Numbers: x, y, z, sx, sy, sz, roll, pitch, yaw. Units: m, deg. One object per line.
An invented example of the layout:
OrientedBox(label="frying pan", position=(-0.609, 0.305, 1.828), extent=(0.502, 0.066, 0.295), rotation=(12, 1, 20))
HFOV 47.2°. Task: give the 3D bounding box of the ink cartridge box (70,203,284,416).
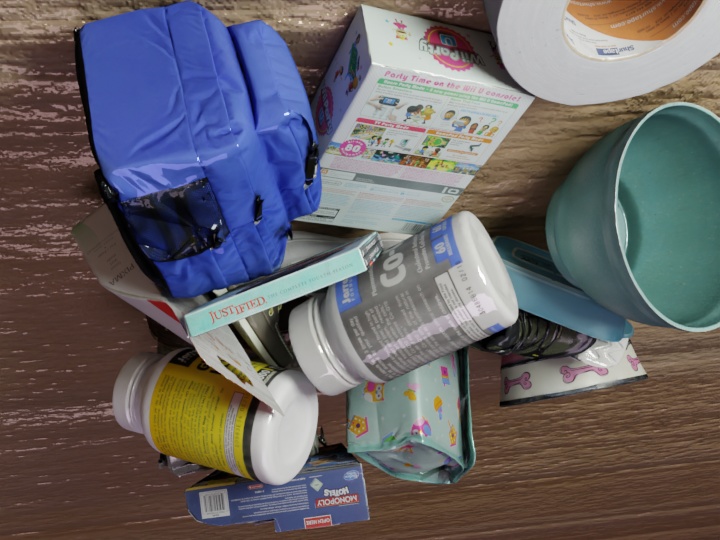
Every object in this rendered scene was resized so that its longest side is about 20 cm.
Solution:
OrientedBox(label="ink cartridge box", position=(-0.163, 0.048, 0.744), extent=(0.050, 0.201, 0.161), rotation=(-37, 148, 1))

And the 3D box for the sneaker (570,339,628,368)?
OrientedBox(label="sneaker", position=(0.217, 0.046, 0.995), extent=(0.196, 0.081, 0.130), rotation=(16, -172, 3))

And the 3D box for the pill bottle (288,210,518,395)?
OrientedBox(label="pill bottle", position=(0.038, 0.037, 0.779), extent=(0.198, 0.115, 0.114), rotation=(-27, 145, 19))

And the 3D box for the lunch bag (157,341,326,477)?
OrientedBox(label="lunch bag", position=(-0.145, 0.150, 0.988), extent=(0.197, 0.170, 0.140), rotation=(-6, 149, -3))

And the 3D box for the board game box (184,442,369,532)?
OrientedBox(label="board game box", position=(-0.079, 0.253, 0.970), extent=(0.197, 0.063, 0.200), rotation=(-9, 175, 6))

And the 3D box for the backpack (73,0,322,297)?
OrientedBox(label="backpack", position=(-0.114, -0.075, 0.634), extent=(0.165, 0.164, 0.201), rotation=(-10, 149, -5))

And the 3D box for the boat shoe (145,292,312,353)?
OrientedBox(label="boat shoe", position=(-0.140, 0.052, 0.924), extent=(0.197, 0.071, 0.071), rotation=(-7, 151, -4))

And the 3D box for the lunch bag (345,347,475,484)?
OrientedBox(label="lunch bag", position=(0.070, 0.153, 0.977), extent=(0.120, 0.173, 0.200), rotation=(-15, 149, 26))

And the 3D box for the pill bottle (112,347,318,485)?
OrientedBox(label="pill bottle", position=(-0.152, 0.143, 0.850), extent=(0.197, 0.114, 0.113), rotation=(9, 156, 24))

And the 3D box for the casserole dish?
OrientedBox(label="casserole dish", position=(0.201, 0.013, 0.878), extent=(0.197, 0.121, 0.039), rotation=(22, 112, 11))

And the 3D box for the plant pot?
OrientedBox(label="plant pot", position=(0.262, -0.044, 0.783), extent=(0.198, 0.204, 0.134), rotation=(10, 172, -29))

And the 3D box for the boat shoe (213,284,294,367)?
OrientedBox(label="boat shoe", position=(-0.113, 0.027, 0.847), extent=(0.060, 0.072, 0.203), rotation=(-39, 127, -13))

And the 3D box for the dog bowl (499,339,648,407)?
OrientedBox(label="dog bowl", position=(0.278, 0.129, 1.108), extent=(0.197, 0.075, 0.200), rotation=(-11, 171, -2))

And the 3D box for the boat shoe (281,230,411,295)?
OrientedBox(label="boat shoe", position=(0.000, 0.000, 0.866), extent=(0.197, 0.069, 0.073), rotation=(8, 125, -21))

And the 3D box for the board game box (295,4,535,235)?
OrientedBox(label="board game box", position=(0.032, -0.115, 0.702), extent=(0.145, 0.065, 0.200), rotation=(5, 148, -24))

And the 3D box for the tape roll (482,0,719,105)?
OrientedBox(label="tape roll", position=(0.186, -0.210, 0.584), extent=(0.197, 0.067, 0.201), rotation=(-6, 149, -4))

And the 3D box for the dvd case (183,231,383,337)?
OrientedBox(label="dvd case", position=(-0.055, 0.006, 0.695), extent=(0.144, 0.022, 0.200), rotation=(-21, -177, 8))

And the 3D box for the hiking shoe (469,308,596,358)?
OrientedBox(label="hiking shoe", position=(0.163, 0.065, 0.880), extent=(0.197, 0.101, 0.077), rotation=(8, 105, -3))
